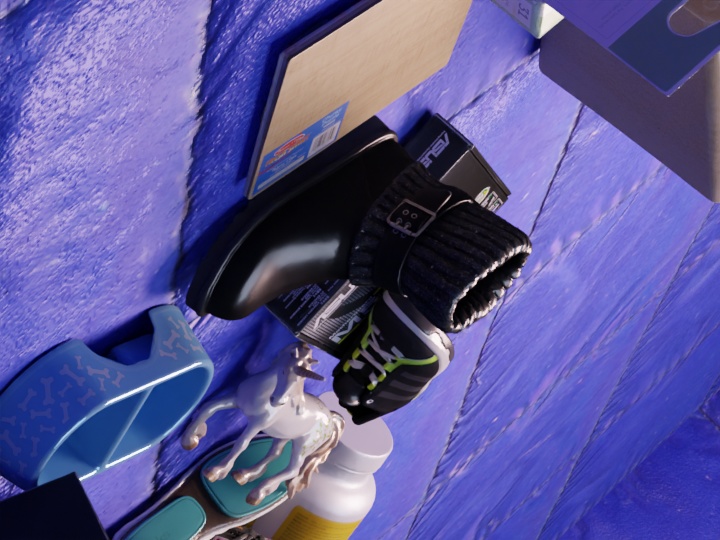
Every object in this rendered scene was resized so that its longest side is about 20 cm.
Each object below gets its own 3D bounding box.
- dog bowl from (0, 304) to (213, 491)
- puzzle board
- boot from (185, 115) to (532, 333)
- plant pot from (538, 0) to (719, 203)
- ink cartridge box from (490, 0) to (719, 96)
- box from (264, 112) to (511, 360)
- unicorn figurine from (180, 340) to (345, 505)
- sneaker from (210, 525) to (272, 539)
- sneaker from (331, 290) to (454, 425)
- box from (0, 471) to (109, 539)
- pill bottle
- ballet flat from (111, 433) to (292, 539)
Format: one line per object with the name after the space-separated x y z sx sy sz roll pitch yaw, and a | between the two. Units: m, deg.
-0.174 0.091 1.452 0.200 0.050 0.112 -23 152 -55 | dog bowl
0.004 -0.141 1.412 0.200 0.017 0.151 -36 162 -31 | puzzle board
0.001 -0.002 1.475 0.211 0.158 0.079 -40 163 -22 | boot
0.261 -0.212 1.609 0.200 0.200 0.177 -43 152 -13 | plant pot
0.159 -0.198 1.337 0.146 0.200 0.048 -41 161 -20 | ink cartridge box
0.025 -0.020 1.695 0.200 0.048 0.193 -47 167 1 | box
-0.070 0.118 1.716 0.137 0.074 0.200 -43 161 6 | unicorn figurine
-0.099 0.253 1.832 0.200 0.086 0.080 -11 -178 5 | sneaker
0.020 0.080 1.716 0.083 0.072 0.200 -38 164 -16 | sneaker
-0.256 0.253 1.418 0.198 0.123 0.200 -20 155 -19 | box
-0.056 0.206 1.905 0.200 0.112 0.112 -54 162 26 | pill bottle
-0.135 0.199 1.803 0.200 0.069 0.069 -33 159 -29 | ballet flat
